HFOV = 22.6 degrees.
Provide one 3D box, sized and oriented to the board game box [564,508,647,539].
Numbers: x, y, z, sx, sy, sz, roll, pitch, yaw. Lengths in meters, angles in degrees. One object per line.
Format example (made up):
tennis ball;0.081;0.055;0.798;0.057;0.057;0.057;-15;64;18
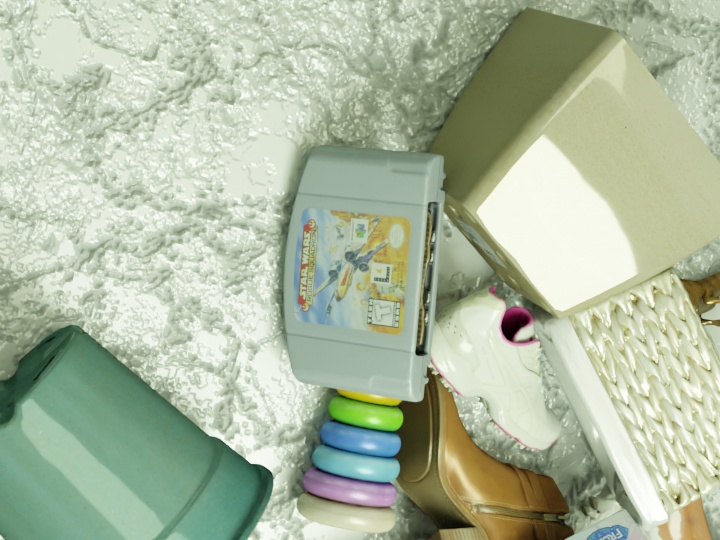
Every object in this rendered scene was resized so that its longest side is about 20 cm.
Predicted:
board game box;0.146;0.308;1.567;0.199;0.041;0.200;-25;149;-16

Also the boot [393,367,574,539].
boot;0.113;0.180;1.573;0.155;0.077;0.200;1;67;-36

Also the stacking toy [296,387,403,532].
stacking toy;0.003;0.116;1.525;0.085;0.085;0.200;10;90;-23

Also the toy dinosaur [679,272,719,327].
toy dinosaur;0.272;0.031;1.639;0.200;0.060;0.106;-1;69;-19

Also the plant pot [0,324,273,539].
plant pot;-0.205;0.160;1.393;0.200;0.200;0.196;-45;103;-9

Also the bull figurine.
bull figurine;0.271;0.223;1.657;0.121;0.065;0.200;-22;101;-10

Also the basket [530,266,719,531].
basket;0.244;0.101;1.543;0.123;0.136;0.200;-26;93;0

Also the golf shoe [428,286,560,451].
golf shoe;0.130;0.086;1.545;0.092;0.075;0.200;-41;133;8

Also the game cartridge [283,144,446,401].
game cartridge;0.000;0.000;1.474;0.042;0.133;0.200;-2;97;-62

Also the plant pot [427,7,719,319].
plant pot;0.167;-0.077;1.498;0.177;0.200;0.200;-44;111;-3
